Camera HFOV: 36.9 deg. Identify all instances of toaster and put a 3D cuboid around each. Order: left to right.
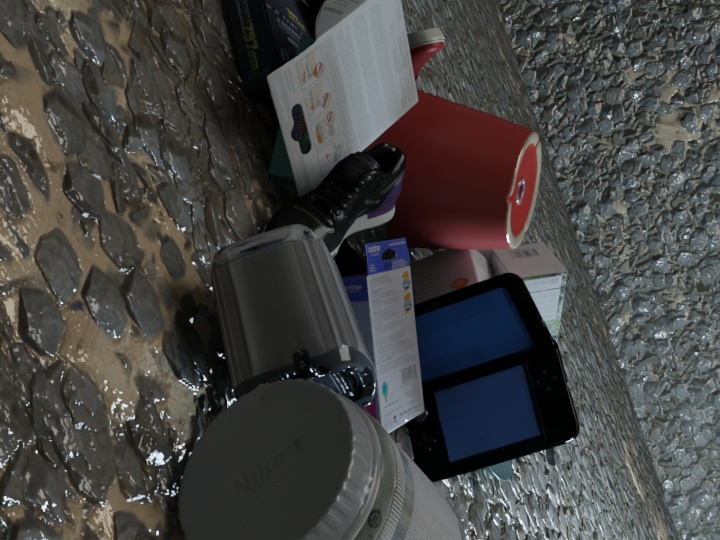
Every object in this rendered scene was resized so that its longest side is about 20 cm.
[{"bbox_3d":[-0.058,0.049,0.894,0.200,0.113,0.130,66,6,-71],"label":"toaster"}]

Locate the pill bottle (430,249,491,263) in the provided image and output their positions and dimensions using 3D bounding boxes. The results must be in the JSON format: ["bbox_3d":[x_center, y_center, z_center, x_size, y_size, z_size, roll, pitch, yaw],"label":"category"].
[{"bbox_3d":[0.129,-0.076,1.517,0.111,0.111,0.200,63,-4,-19],"label":"pill bottle"}]

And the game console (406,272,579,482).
[{"bbox_3d":[0.122,0.126,1.217,0.116,0.199,0.177,34,40,-59],"label":"game console"}]

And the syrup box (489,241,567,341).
[{"bbox_3d":[0.215,0.070,1.448,0.082,0.078,0.201,-119,-154,-53],"label":"syrup box"}]

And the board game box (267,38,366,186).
[{"bbox_3d":[-0.026,-0.158,1.231,0.200,0.045,0.153,22,80,-66],"label":"board game box"}]

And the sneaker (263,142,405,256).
[{"bbox_3d":[-0.024,-0.077,1.088,0.076,0.088,0.200,35,38,16],"label":"sneaker"}]

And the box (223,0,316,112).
[{"bbox_3d":[-0.085,-0.253,1.257,0.200,0.051,0.159,27,46,-65],"label":"box"}]

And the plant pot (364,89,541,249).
[{"bbox_3d":[0.115,-0.111,1.301,0.200,0.176,0.202,13,90,-69],"label":"plant pot"}]

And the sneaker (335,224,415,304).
[{"bbox_3d":[0.003,0.000,1.239,0.104,0.060,0.201,-56,133,-51],"label":"sneaker"}]

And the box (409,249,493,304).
[{"bbox_3d":[0.119,0.086,1.366,0.097,0.124,0.201,32,41,-62],"label":"box"}]

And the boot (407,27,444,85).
[{"bbox_3d":[0.059,-0.229,1.443,0.072,0.200,0.145,-14,84,-35],"label":"boot"}]

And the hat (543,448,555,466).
[{"bbox_3d":[0.244,0.210,1.666,0.201,0.080,0.202,-12,90,-74],"label":"hat"}]

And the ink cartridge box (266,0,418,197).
[{"bbox_3d":[-0.025,-0.195,1.134,0.200,0.047,0.161,-42,140,-27],"label":"ink cartridge box"}]

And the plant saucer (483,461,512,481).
[{"bbox_3d":[0.156,0.197,1.491,0.201,0.039,0.202,54,25,-40],"label":"plant saucer"}]

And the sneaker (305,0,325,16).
[{"bbox_3d":[-0.022,-0.302,1.282,0.200,0.076,0.087,52,14,31],"label":"sneaker"}]

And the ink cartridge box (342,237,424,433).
[{"bbox_3d":[0.023,0.068,1.160,0.119,0.042,0.201,-13,100,-64],"label":"ink cartridge box"}]

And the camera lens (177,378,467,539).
[{"bbox_3d":[-0.021,0.194,0.806,0.200,0.159,0.161,52,25,-42],"label":"camera lens"}]
